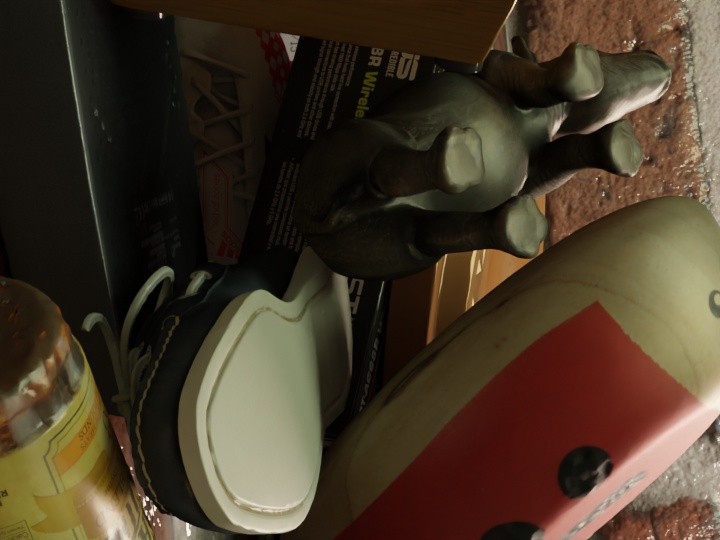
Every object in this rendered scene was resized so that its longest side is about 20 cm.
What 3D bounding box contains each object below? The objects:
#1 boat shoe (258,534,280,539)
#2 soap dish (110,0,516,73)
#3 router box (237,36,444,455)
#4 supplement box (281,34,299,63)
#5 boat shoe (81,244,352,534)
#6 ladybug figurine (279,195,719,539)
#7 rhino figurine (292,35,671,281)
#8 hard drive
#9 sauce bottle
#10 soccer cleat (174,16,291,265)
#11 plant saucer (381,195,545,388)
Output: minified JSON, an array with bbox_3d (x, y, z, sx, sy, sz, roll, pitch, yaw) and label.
[{"bbox_3d":[-0.018,0.137,0.884,0.060,0.074,0.200,45,23,12],"label":"boat shoe"},{"bbox_3d":[-0.007,-0.139,0.644,0.200,0.156,0.082,-71,170,-68],"label":"soap dish"},{"bbox_3d":[0.000,0.000,0.748,0.150,0.062,0.201,68,32,-65],"label":"router box"},{"bbox_3d":[-0.008,-0.219,0.941,0.131,0.103,0.201,98,-11,-59],"label":"supplement box"},{"bbox_3d":[-0.045,0.032,0.563,0.200,0.061,0.075,-66,149,-71],"label":"boat shoe"},{"bbox_3d":[0.057,0.059,0.618,0.072,0.200,0.136,52,14,20],"label":"ladybug figurine"},{"bbox_3d":[0.050,-0.049,0.631,0.200,0.087,0.060,-33,110,-50],"label":"rhino figurine"},{"bbox_3d":[-0.094,-0.058,0.630,0.135,0.042,0.201,-51,134,-77],"label":"hard drive"},{"bbox_3d":[-0.087,0.095,0.517,0.066,0.066,0.201,-85,165,-49],"label":"sauce bottle"},{"bbox_3d":[-0.060,-0.038,0.749,0.085,0.068,0.201,-82,168,-68],"label":"soccer cleat"},{"bbox_3d":[0.049,0.015,0.758,0.200,0.032,0.202,8,90,-75],"label":"plant saucer"}]
